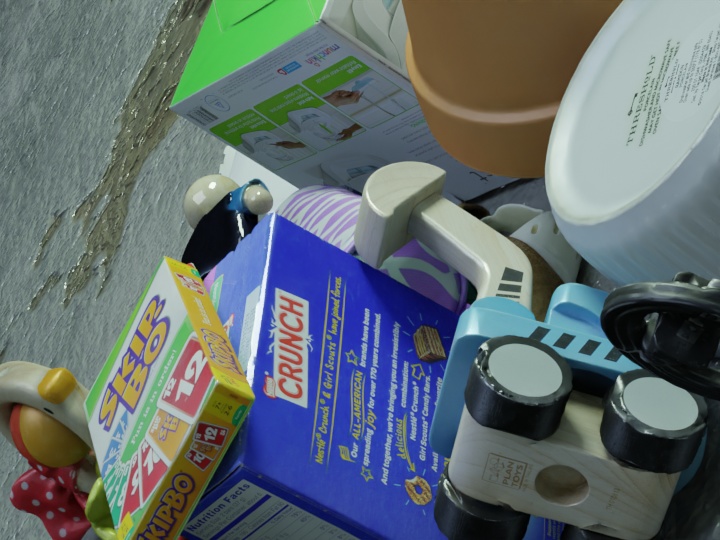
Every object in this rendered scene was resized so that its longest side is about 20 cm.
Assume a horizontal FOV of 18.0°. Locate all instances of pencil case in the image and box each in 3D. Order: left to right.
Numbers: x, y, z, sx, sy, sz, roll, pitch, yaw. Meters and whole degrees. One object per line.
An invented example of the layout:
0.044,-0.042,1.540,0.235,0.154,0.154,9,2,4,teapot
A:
0.000,0.000,1.328,0.084,0.085,0.200,-51,16,-2,pencil case

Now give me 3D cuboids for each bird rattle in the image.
-0.205,0.122,1.650,0.113,0.163,0.199,-49,27,-21,bird rattle

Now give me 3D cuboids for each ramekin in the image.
0.179,-0.069,1.117,0.200,0.105,0.201,-46,26,31,ramekin

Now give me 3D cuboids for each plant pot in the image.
0.100,-0.170,1.255,0.199,0.140,0.201,-18,42,17,plant pot

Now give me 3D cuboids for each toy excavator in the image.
0.078,0.037,1.123,0.201,0.193,0.100,-71,-5,-53,toy excavator

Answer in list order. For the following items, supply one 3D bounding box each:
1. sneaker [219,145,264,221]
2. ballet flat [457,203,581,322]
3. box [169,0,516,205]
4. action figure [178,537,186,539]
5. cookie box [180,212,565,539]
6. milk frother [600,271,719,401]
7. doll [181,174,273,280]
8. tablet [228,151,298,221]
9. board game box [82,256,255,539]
-0.057,-0.041,1.643,0.080,0.076,0.201,-27,43,35,sneaker
0.087,-0.005,1.309,0.072,0.068,0.200,-42,18,-6,ballet flat
0.006,-0.119,1.446,0.200,0.176,0.097,-22,43,57,box
-0.068,0.154,1.414,0.201,0.065,0.099,-57,-3,-25,action figure
0.009,0.090,1.164,0.075,0.199,0.172,-41,29,38,cookie box
0.210,-0.024,0.880,0.180,0.199,0.189,-41,29,47,milk frother
-0.081,0.013,1.357,0.137,0.048,0.201,-56,30,31,doll
-0.028,-0.116,1.640,0.129,0.014,0.201,-8,46,24,tablet
-0.100,0.063,1.139,0.096,0.030,0.200,-60,18,11,board game box
